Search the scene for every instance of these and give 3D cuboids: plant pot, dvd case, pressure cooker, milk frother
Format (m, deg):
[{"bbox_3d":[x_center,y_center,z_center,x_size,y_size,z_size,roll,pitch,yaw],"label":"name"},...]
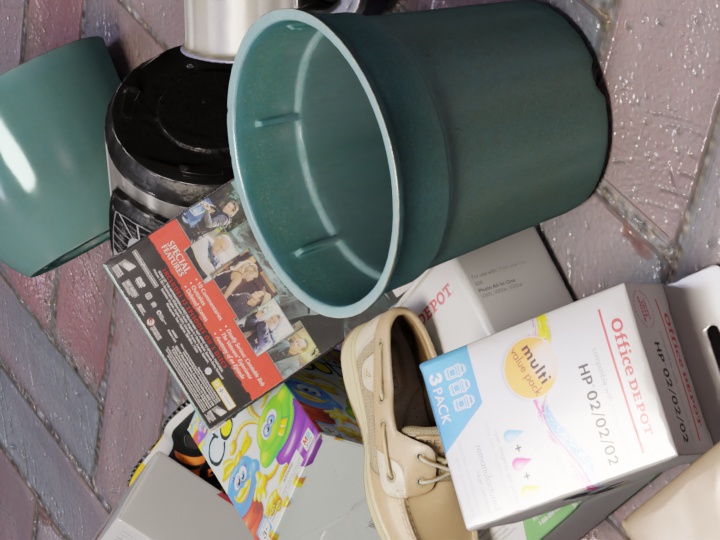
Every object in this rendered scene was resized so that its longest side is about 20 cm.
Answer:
[{"bbox_3d":[0.046,-0.089,1.470,0.200,0.195,0.202,30,127,50],"label":"plant pot"},{"bbox_3d":[-0.281,-0.092,2.005,0.162,0.200,0.200,61,148,0],"label":"plant pot"},{"bbox_3d":[-0.067,0.002,1.620,0.147,0.199,0.022,57,172,-6],"label":"dvd case"},{"bbox_3d":[-0.109,-0.055,1.746,0.201,0.177,0.177,92,173,-49],"label":"pressure cooker"},{"bbox_3d":[-0.094,-0.244,1.615,0.180,0.199,0.190,19,115,49],"label":"milk frother"}]

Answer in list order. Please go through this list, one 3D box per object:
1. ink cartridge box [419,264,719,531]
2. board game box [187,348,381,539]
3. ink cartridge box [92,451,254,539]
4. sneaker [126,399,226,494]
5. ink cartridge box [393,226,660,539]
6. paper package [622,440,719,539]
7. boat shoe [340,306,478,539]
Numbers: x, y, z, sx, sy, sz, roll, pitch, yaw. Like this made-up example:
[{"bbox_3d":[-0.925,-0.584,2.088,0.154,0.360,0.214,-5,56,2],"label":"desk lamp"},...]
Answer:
[{"bbox_3d":[0.148,0.080,1.415,0.199,0.068,0.116,-24,77,28],"label":"ink cartridge box"},{"bbox_3d":[-0.041,0.134,1.675,0.106,0.102,0.200,-65,28,13],"label":"board game box"},{"bbox_3d":[-0.172,0.271,2.022,0.144,0.084,0.200,32,144,-4],"label":"ink cartridge box"},{"bbox_3d":[-0.139,0.169,2.017,0.090,0.070,0.200,45,139,6],"label":"sneaker"},{"bbox_3d":[0.104,0.093,1.561,0.201,0.087,0.145,62,146,17],"label":"ink cartridge box"},{"bbox_3d":[0.277,0.162,1.242,0.200,0.103,0.192,-44,64,32],"label":"paper package"},{"bbox_3d":[0.040,0.125,1.527,0.064,0.071,0.202,-33,74,58],"label":"boat shoe"}]
